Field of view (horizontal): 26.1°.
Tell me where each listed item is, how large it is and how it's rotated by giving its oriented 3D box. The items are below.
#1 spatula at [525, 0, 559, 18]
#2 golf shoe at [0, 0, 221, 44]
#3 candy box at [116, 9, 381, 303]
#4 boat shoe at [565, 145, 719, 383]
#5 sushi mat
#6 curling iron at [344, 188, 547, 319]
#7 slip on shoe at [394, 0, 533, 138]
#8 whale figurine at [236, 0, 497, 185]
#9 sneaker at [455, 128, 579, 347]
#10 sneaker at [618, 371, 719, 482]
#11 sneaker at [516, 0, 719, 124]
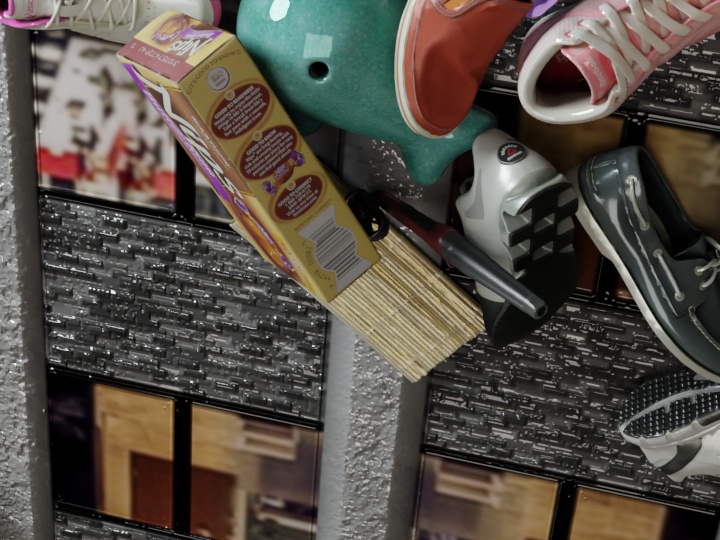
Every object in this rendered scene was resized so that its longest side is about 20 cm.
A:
[{"bbox_3d":[0.069,-0.255,1.018,0.056,0.021,0.200,-38,104,25],"label":"spatula"},{"bbox_3d":[-0.200,-0.191,1.097,0.199,0.092,0.075,13,123,6],"label":"golf shoe"},{"bbox_3d":[-0.076,-0.080,1.077,0.056,0.117,0.200,-42,122,-10],"label":"candy box"},{"bbox_3d":[0.225,-0.004,1.100,0.062,0.073,0.200,-32,103,34],"label":"boat shoe"},{"bbox_3d":[0.000,0.000,1.203,0.200,0.012,0.096,41,124,-11],"label":"sushi mat"},{"bbox_3d":[0.057,-0.010,1.102,0.200,0.050,0.026,29,170,39],"label":"curling iron"},{"bbox_3d":[0.077,-0.173,0.996,0.074,0.061,0.200,3,119,-38],"label":"slip on shoe"},{"bbox_3d":[0.004,-0.133,1.063,0.159,0.104,0.200,-35,112,26],"label":"whale figurine"},{"bbox_3d":[0.109,-0.026,1.127,0.089,0.074,0.200,53,158,32],"label":"sneaker"},{"bbox_3d":[0.298,0.105,1.157,0.200,0.074,0.080,-15,130,29],"label":"sneaker"},{"bbox_3d":[0.184,-0.157,0.997,0.200,0.105,0.075,-29,108,28],"label":"sneaker"}]
